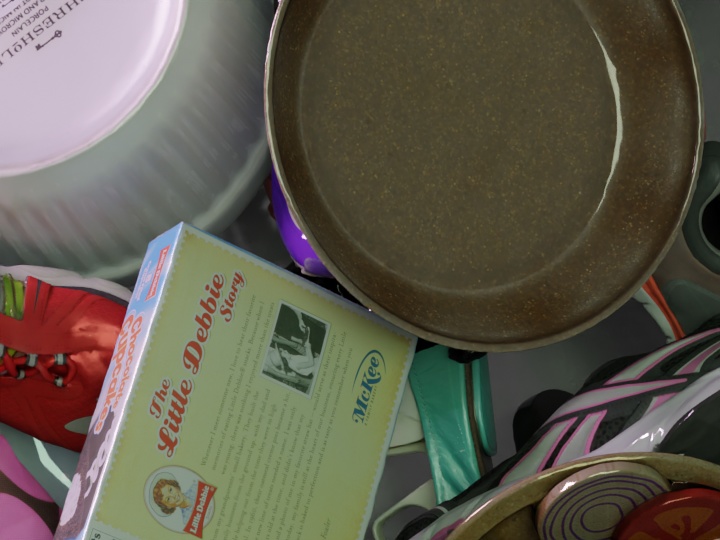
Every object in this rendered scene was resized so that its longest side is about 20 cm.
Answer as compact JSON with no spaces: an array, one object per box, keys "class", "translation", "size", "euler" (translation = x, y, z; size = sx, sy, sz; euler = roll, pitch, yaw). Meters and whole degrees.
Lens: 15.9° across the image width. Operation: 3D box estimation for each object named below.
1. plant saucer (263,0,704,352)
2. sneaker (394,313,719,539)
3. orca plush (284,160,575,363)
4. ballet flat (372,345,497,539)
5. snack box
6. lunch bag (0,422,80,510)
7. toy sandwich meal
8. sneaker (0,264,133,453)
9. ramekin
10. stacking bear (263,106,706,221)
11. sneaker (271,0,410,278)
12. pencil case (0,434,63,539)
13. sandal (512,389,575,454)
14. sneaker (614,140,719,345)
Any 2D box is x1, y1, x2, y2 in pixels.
[{"class":"plant saucer","translation":[0.047,-0.066,1.059],"size":[0.200,0.037,0.201],"euler":[1,87,-23]},{"class":"sneaker","translation":[0.104,0.087,1.113],"size":[0.199,0.086,0.080],"euler":[-26,119,6]},{"class":"orca plush","translation":[0.000,0.000,1.110],"size":[0.199,0.071,0.106],"euler":[-9,98,10]},{"class":"ballet flat","translation":[0.036,0.093,1.169],"size":[0.070,0.067,0.201],"euler":[-12,79,4]},{"class":"snack box","translation":[-0.055,0.093,1.021],"size":[0.116,0.037,0.201],"euler":[26,63,-21]},{"class":"lunch bag","translation":[-0.135,0.123,1.128],"size":[0.160,0.077,0.201],"euler":[21,77,-4]},{"class":"toy sandwich meal","translation":[0.107,0.171,1.067],"size":[0.204,0.070,0.206],"euler":[-4,118,-7]},{"class":"sneaker","translation":[-0.157,0.032,1.050],"size":[0.199,0.085,0.077],"euler":[21,102,-3]},{"class":"ramekin","translation":[-0.135,-0.097,1.121],"size":[0.199,0.105,0.201],"euler":[-4,72,12]},{"class":"stacking bear","translation":[0.047,-0.075,1.181],"size":[0.199,0.121,0.114],"euler":[-20,74,-2]},{"class":"sneaker","translation":[-0.012,-0.098,1.093],"size":[0.069,0.100,0.201],"euler":[-4,60,22]},{"class":"pencil case","translation":[-0.131,0.155,1.041],"size":[0.094,0.091,0.200],"euler":[-39,89,20]},{"class":"sandal","translation":[0.119,0.147,1.164],"size":[0.075,0.045,0.201],"euler":[-2,74,-53]},{"class":"sneaker","translation":[0.180,0.016,1.153],"size":[0.200,0.082,0.077],"euler":[45,48,-35]}]
